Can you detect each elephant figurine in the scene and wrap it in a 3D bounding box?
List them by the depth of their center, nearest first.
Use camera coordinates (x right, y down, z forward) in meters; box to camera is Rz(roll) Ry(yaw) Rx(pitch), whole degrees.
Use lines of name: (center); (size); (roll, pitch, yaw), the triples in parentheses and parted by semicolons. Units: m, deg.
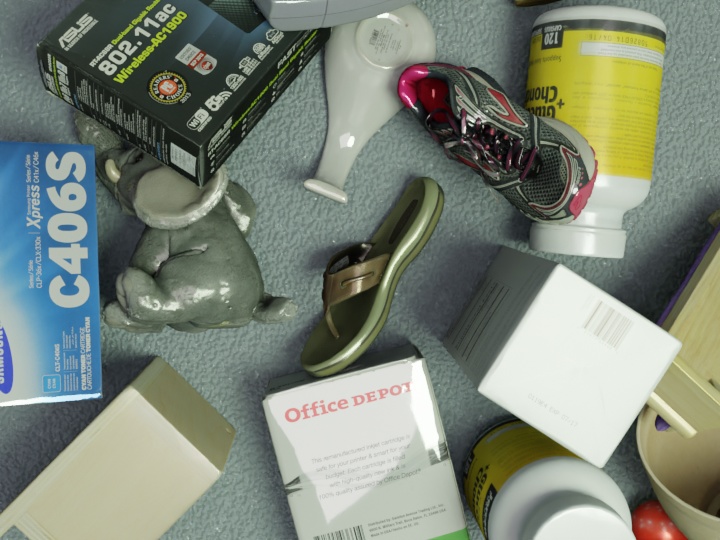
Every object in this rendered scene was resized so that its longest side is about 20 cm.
elephant figurine: (-0.153, -0.052, 0.740); (0.155, 0.141, 0.201); (5, 78, -31)

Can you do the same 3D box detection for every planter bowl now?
planter bowl: (0.350, 0.182, 0.755); (0.199, 0.200, 0.135); (-23, 121, 0)

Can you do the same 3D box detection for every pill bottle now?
pill bottle: (0.153, 0.198, 0.722); (0.111, 0.200, 0.113); (0, 94, -3)
pill bottle: (0.194, -0.114, 0.750); (0.111, 0.112, 0.201); (5, 94, -3)

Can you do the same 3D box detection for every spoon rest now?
spoon rest: (0.000, -0.152, 0.774); (0.099, 0.061, 0.201); (23, 80, -5)

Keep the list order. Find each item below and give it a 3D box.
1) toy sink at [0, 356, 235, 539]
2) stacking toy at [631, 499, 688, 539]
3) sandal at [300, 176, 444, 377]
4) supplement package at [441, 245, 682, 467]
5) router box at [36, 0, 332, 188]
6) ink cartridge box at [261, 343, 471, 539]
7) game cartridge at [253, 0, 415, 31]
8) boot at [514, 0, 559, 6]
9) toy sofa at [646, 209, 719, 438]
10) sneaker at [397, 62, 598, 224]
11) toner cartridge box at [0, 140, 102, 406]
toy sink: (-0.213, 0.191, 0.749); (0.200, 0.130, 0.112); (-45, 95, 1)
stacking toy: (0.280, 0.313, 0.808); (0.085, 0.085, 0.201); (0, 90, -2)
sandal: (0.000, -0.001, 0.766); (0.057, 0.080, 0.202); (33, 83, -27)
supplement package: (0.151, 0.059, 0.718); (0.113, 0.200, 0.110); (32, 93, -5)
router box: (-0.131, -0.185, 0.700); (0.149, 0.062, 0.200); (31, 63, 6)
ink cartridge box: (0.008, 0.180, 0.779); (0.145, 0.084, 0.201); (-14, 95, -1)
game cartridge: (-0.012, -0.264, 0.711); (0.199, 0.042, 0.133); (-25, 74, -24)
boot: (0.176, -0.311, 0.695); (0.072, 0.200, 0.155); (-13, 93, -24)
toy sofa: (0.295, 0.038, 0.741); (0.083, 0.098, 0.200); (42, 64, -4)
sneaker: (0.105, -0.103, 0.709); (0.074, 0.200, 0.081); (1, 123, -44)
toner cartridge box: (-0.253, 0.002, 0.682); (0.095, 0.043, 0.201); (-2, 85, -24)
